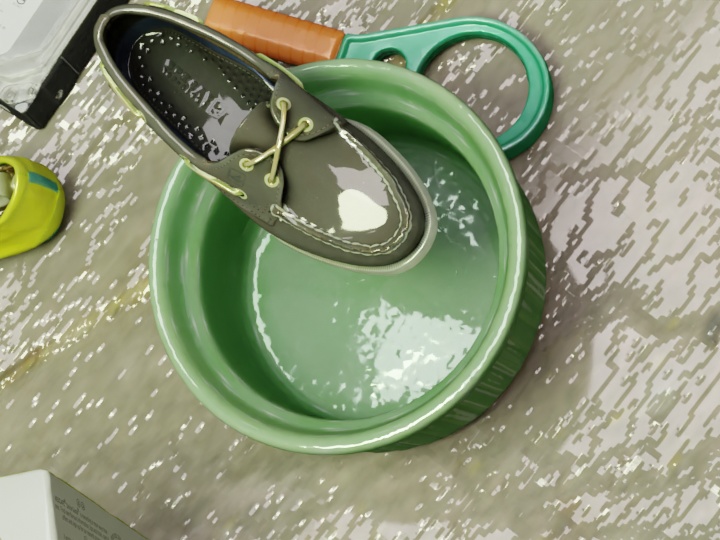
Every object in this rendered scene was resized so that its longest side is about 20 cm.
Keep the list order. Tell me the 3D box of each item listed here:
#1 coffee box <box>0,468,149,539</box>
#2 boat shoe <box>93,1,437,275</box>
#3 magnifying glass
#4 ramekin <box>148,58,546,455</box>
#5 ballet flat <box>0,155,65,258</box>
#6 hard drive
[{"bbox_3d":[-0.203,0.228,1.333,0.199,0.200,0.199,-12,71,10],"label":"coffee box"},{"bbox_3d":[-0.051,-0.066,1.337,0.201,0.060,0.072,36,93,21],"label":"boat shoe"},{"bbox_3d":[0.009,-0.112,1.474,0.199,0.022,0.080,17,80,18],"label":"magnifying glass"},{"bbox_3d":[0.000,0.000,1.393,0.199,0.098,0.201,-3,79,18],"label":"ramekin"},{"bbox_3d":[-0.261,-0.023,1.489,0.199,0.067,0.067,-15,72,9],"label":"ballet flat"},{"bbox_3d":[-0.183,-0.197,1.537,0.139,0.038,0.200,32,83,19],"label":"hard drive"}]
